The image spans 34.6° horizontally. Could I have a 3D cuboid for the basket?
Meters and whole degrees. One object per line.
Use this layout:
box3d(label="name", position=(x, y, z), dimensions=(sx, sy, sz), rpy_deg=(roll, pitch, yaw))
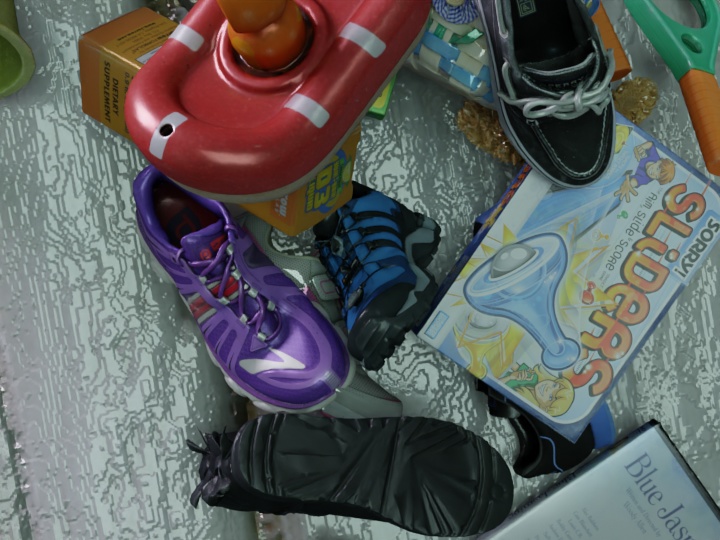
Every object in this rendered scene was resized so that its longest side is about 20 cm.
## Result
box3d(label="basket", position=(0.087, -0.218, 0.758), dimensions=(0.176, 0.139, 0.200), rpy_deg=(31, 98, 21))

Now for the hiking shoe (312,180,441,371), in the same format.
box3d(label="hiking shoe", position=(0.000, 0.000, 0.771), dimensions=(0.087, 0.200, 0.074), rpy_deg=(33, 109, -8))

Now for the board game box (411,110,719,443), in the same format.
box3d(label="board game box", position=(0.146, -0.002, 0.790), dimensions=(0.135, 0.034, 0.200), rpy_deg=(34, 92, -7))

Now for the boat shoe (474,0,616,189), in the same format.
box3d(label="boat shoe", position=(0.117, -0.120, 0.685), dimensions=(0.073, 0.068, 0.200), rpy_deg=(-20, 127, 0))

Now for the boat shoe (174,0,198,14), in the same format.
box3d(label="boat shoe", position=(-0.099, -0.207, 0.802), dimensions=(0.064, 0.071, 0.200), rpy_deg=(-17, 101, 28))

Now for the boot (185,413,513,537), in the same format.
box3d(label="boot", position=(-0.016, 0.140, 0.785), dimensions=(0.198, 0.162, 0.074), rpy_deg=(10, 73, -14))

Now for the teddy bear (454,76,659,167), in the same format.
box3d(label="teddy bear", position=(0.142, -0.120, 0.852), dimensions=(0.145, 0.067, 0.200), rpy_deg=(-34, 86, -13))

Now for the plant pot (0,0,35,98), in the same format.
box3d(label="plant pot", position=(-0.315, -0.228, 0.762), dimensions=(0.200, 0.200, 0.190), rpy_deg=(-1, 77, -5))

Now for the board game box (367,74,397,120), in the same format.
box3d(label="board game box", position=(-0.019, -0.226, 0.850), dimensions=(0.134, 0.029, 0.200), rpy_deg=(16, 89, -4))

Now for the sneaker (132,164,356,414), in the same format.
box3d(label="sneaker", position=(-0.086, 0.011, 0.744), dimensions=(0.081, 0.083, 0.200), rpy_deg=(-42, 73, -10))

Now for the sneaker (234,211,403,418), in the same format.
box3d(label="sneaker", position=(-0.038, 0.033, 0.822), dimensions=(0.200, 0.081, 0.088), rpy_deg=(44, 88, -4))

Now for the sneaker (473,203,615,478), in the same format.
box3d(label="sneaker", position=(0.114, 0.054, 0.840), dimensions=(0.078, 0.070, 0.200), rpy_deg=(-24, 93, -11))

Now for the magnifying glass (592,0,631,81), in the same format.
box3d(label="magnifying glass", position=(0.146, -0.226, 0.836), dimensions=(0.079, 0.022, 0.200), rpy_deg=(-15, 74, -13))

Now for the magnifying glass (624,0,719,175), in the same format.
box3d(label="magnifying glass", position=(0.232, -0.151, 0.813), dimensions=(0.079, 0.022, 0.200), rpy_deg=(12, 54, -24))

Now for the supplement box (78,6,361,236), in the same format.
box3d(label="supplement box", position=(-0.097, -0.103, 0.775), dimensions=(0.200, 0.067, 0.069), rpy_deg=(29, 44, 23))

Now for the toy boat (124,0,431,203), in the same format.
box3d(label="toy boat", position=(-0.056, -0.139, 0.660), dimensions=(0.130, 0.131, 0.200), rpy_deg=(32, 80, 24))

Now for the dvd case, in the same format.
box3d(label="dvd case", position=(0.177, 0.223, 0.857), dimensions=(0.200, 0.018, 0.143), rpy_deg=(-36, 93, 5))
